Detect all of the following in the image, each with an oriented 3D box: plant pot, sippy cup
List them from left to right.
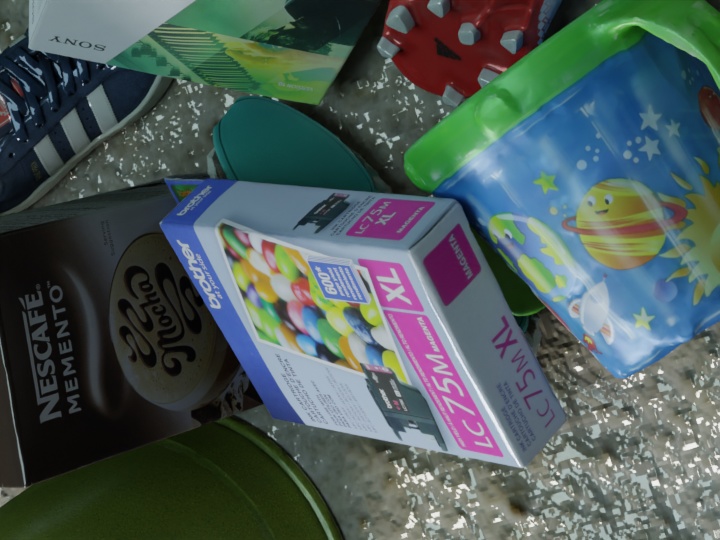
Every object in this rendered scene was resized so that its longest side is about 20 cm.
[{"bbox_3d":[-0.135,0.186,1.213,0.199,0.192,0.202,10,107,37],"label":"plant pot"},{"bbox_3d":[0.108,-0.033,1.016,0.139,0.178,0.131,-36,88,2],"label":"sippy cup"}]

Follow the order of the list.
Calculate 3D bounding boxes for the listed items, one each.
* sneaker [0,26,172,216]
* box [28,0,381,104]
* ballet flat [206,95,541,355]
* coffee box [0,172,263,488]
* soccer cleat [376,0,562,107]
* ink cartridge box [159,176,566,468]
[{"bbox_3d":[-0.164,-0.088,1.240,0.075,0.084,0.200,54,127,15],"label":"sneaker"},{"bbox_3d":[-0.052,-0.150,1.070,0.200,0.143,0.037,125,150,-54],"label":"box"},{"bbox_3d":[0.000,0.000,1.147,0.200,0.072,0.072,42,123,25],"label":"ballet flat"},{"bbox_3d":[-0.121,0.024,1.158,0.079,0.199,0.114,-2,100,39],"label":"coffee box"},{"bbox_3d":[0.069,-0.142,1.059,0.068,0.085,0.200,34,147,0],"label":"soccer cleat"},{"bbox_3d":[-0.011,0.019,1.081,0.199,0.042,0.120,10,136,50],"label":"ink cartridge box"}]
